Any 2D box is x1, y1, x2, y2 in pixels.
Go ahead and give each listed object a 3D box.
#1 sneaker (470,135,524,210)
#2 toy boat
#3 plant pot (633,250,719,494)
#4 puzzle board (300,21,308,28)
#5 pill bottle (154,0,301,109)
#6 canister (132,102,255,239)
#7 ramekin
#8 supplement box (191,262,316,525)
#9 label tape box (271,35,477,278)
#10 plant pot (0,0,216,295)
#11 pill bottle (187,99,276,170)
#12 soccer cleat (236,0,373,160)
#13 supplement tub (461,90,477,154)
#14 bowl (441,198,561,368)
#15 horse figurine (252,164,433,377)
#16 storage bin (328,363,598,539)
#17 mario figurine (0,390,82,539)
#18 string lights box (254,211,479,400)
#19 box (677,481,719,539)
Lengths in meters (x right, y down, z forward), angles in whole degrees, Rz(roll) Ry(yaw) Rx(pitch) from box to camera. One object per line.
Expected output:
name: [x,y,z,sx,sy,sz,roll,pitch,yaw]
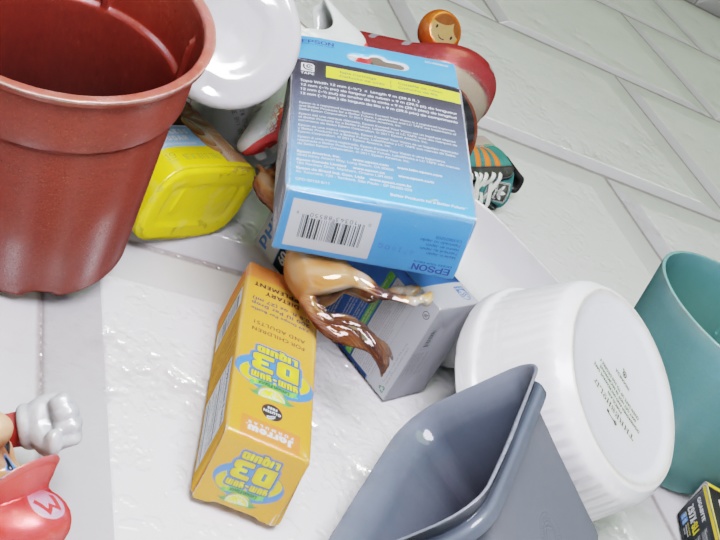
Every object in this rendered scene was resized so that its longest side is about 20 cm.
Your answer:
sneaker: [0.138,-0.109,1.275,0.079,0.072,0.199,35,27,15]
toy boat: [0.073,-0.240,1.250,0.198,0.132,0.130,22,-14,40]
plant pot: [0.319,0.109,1.022,0.198,0.162,0.202,25,29,-15]
puzzle board: [-0.059,-0.241,1.230,0.150,0.017,0.200,43,-2,1]
pill bottle: [-0.117,-0.192,0.895,0.112,0.115,0.200,23,4,-16]
canister: [-0.199,-0.122,0.937,0.200,0.087,0.148,44,23,17]
ramekin: [0.170,0.101,0.863,0.201,0.093,0.206,25,55,-42]
supplement box: [-0.071,0.081,0.779,0.066,0.069,0.201,23,31,-15]
label tape box: [0.008,-0.094,0.849,0.141,0.067,0.202,9,42,-10]
plant pot: [-0.218,-0.102,0.754,0.197,0.197,0.203,14,42,-13]
pill bottle: [-0.124,-0.197,1.110,0.107,0.110,0.201,18,31,-23]
soccer cleat: [-0.061,-0.174,0.989,0.086,0.068,0.200,54,49,-15]
supplement tub: [0.039,-0.135,1.069,0.107,0.108,0.199,39,22,13]
bowl: [0.094,0.016,1.035,0.198,0.075,0.200,-5,45,-49]
horse figurine: [-0.016,-0.016,0.844,0.130,0.050,0.202,3,49,-10]
storage bin: [0.074,0.180,0.719,0.136,0.144,0.200,59,28,-7]
mario figurine: [-0.227,0.077,0.581,0.199,0.107,0.124,34,62,19]
string lights box: [0.000,0.000,0.935,0.058,0.104,0.200,-6,47,-47]
box: [0.350,0.287,0.898,0.158,0.050,0.201,30,28,-8]
